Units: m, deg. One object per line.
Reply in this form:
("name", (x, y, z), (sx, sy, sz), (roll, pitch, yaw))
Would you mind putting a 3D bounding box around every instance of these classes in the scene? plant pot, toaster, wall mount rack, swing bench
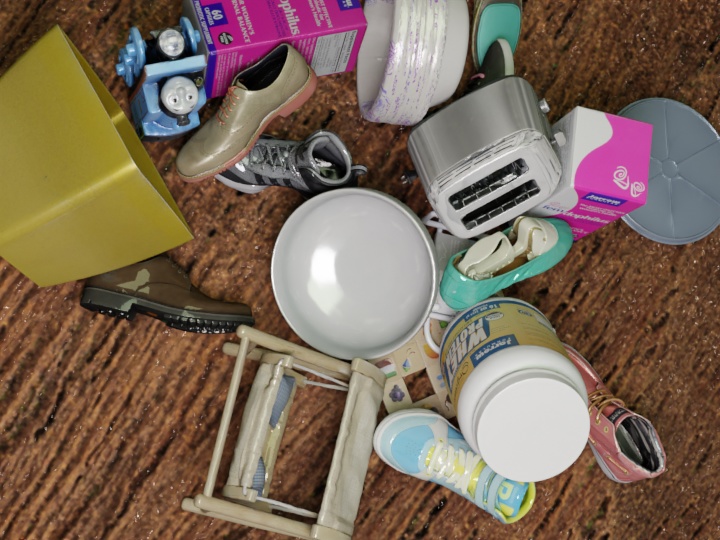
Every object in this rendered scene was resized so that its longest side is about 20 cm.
("plant pot", (-0.323, -0.100, 1.248), (0.175, 0.200, 0.201), (-31, 68, -2))
("toaster", (0.139, -0.127, 1.349), (0.198, 0.130, 0.114), (-27, 130, 11))
("wall mount rack", (0.152, 0.007, 1.417), (0.172, 0.075, 0.203), (12, 76, -14))
("swing bench", (-0.075, 0.191, 1.294), (0.198, 0.130, 0.201), (16, 74, -11))

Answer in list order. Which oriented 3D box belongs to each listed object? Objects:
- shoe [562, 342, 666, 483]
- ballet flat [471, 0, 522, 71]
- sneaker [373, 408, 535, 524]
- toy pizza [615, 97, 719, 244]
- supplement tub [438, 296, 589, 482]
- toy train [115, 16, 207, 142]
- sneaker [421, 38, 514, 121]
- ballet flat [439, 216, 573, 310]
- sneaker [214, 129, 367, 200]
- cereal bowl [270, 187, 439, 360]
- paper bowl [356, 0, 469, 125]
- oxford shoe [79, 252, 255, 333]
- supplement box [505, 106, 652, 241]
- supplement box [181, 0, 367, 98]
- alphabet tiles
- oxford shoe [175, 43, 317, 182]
("shoe", (0.296, 0.169, 1.417), (0.071, 0.091, 0.201), (-33, 88, -19))
("ballet flat", (0.175, -0.354, 1.505), (0.070, 0.071, 0.203), (-2, 108, -15))
("sneaker", (0.118, 0.222, 1.309), (0.198, 0.130, 0.080), (22, 92, -30))
("toy pizza", (0.404, -0.131, 1.543), (0.197, 0.032, 0.203), (4, 77, -15))
("supplement tub", (0.170, 0.130, 1.294), (0.143, 0.200, 0.147), (-2, 111, -5))
("toy train", (-0.220, -0.212, 1.311), (0.086, 0.200, 0.116), (-16, 93, -18))
("sneaker", (0.127, -0.204, 1.455), (0.098, 0.071, 0.203), (15, 86, -14))
("ballet flat", (0.177, -0.022, 1.347), (0.199, 0.071, 0.067), (-29, 58, -23))
("sneaker", (-0.088, -0.133, 1.368), (0.198, 0.114, 0.076), (14, 75, -11))
("cereal bowl", (0.000, 0.000, 1.357), (0.197, 0.083, 0.203), (2, 98, 15))
("paper bowl", (0.064, -0.276, 1.394), (0.103, 0.201, 0.204), (3, 77, -13))
("oxford shoe", (-0.212, 0.022, 1.324), (0.198, 0.073, 0.085), (15, 73, -12))
("supplement box", (0.262, -0.113, 1.412), (0.100, 0.200, 0.105), (11, 75, -12))
("supplement box", (-0.105, -0.291, 1.391), (0.198, 0.104, 0.102), (-14, 70, -19))
("alphabet tiles", (0.103, 0.093, 1.427), (0.198, 0.008, 0.169), (-20, 83, -18))
("oxford shoe", (-0.144, -0.185, 1.329), (0.200, 0.075, 0.070), (-43, 56, -3))
